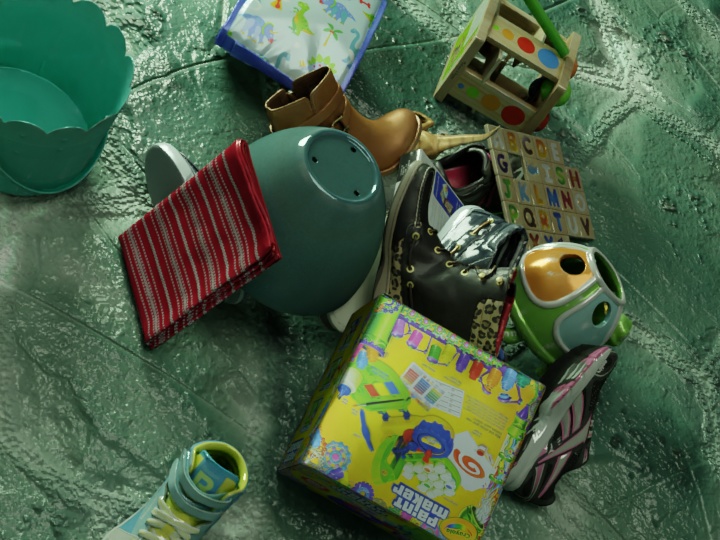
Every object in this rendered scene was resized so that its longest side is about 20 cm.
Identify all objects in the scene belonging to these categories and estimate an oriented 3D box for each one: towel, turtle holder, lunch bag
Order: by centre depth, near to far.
[{"bbox_3d":[-0.170,-0.027,1.437,0.022,0.199,0.146,17,47,-50],"label":"towel"},{"bbox_3d":[0.248,0.050,1.645,0.186,0.131,0.141,52,24,-19],"label":"turtle holder"},{"bbox_3d":[-0.078,-0.291,1.716,0.169,0.128,0.201,30,39,-9],"label":"lunch bag"}]

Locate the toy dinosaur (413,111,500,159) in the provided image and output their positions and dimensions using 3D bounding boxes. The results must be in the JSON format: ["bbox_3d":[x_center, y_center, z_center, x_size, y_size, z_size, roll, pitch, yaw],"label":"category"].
[{"bbox_3d":[0.088,-0.155,1.729,0.107,0.197,0.061,-68,145,-60],"label":"toy dinosaur"}]

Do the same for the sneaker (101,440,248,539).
[{"bbox_3d":[-0.177,0.233,1.292,0.079,0.131,0.201,38,48,-2],"label":"sneaker"}]

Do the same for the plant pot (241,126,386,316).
[{"bbox_3d":[-0.049,-0.073,1.472,0.198,0.135,0.202,18,52,-24],"label":"plant pot"}]

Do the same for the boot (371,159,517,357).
[{"bbox_3d":[0.097,-0.008,1.518,0.149,0.073,0.203,13,88,17],"label":"boot"}]

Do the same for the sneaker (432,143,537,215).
[{"bbox_3d":[0.155,-0.116,1.755,0.198,0.084,0.077,-15,67,-36],"label":"sneaker"}]

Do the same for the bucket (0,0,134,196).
[{"bbox_3d":[-0.351,-0.188,1.481,0.205,0.135,0.209,14,53,-19],"label":"bucket"}]

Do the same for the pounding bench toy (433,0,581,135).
[{"bbox_3d":[0.219,-0.288,1.832,0.155,0.200,0.125,29,48,-8],"label":"pounding bench toy"}]

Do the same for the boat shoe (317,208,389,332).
[{"bbox_3d":[0.001,0.002,1.602,0.073,0.060,0.202,58,44,-24],"label":"boat shoe"}]

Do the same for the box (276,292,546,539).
[{"bbox_3d":[0.051,0.163,1.434,0.199,0.122,0.194,30,72,-8],"label":"box"}]

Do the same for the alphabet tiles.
[{"bbox_3d":[0.235,-0.094,1.781,0.199,0.007,0.169,6,68,-49],"label":"alphabet tiles"}]

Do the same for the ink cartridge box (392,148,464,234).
[{"bbox_3d":[0.104,-0.045,1.674,0.200,0.037,0.096,47,39,-36],"label":"ink cartridge box"}]

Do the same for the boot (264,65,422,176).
[{"bbox_3d":[-0.021,-0.176,1.629,0.199,0.156,0.077,-33,37,-17],"label":"boot"}]

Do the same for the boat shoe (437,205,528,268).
[{"bbox_3d":[0.105,0.015,1.579,0.201,0.090,0.071,-55,133,-14],"label":"boat shoe"}]

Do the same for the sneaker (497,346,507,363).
[{"bbox_3d":[0.135,0.093,1.602,0.074,0.079,0.202,5,57,-28],"label":"sneaker"}]

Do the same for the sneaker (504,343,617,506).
[{"bbox_3d":[0.230,0.176,1.573,0.086,0.080,0.201,38,88,-17],"label":"sneaker"}]

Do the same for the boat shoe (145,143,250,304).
[{"bbox_3d":[-0.157,-0.059,1.544,0.090,0.071,0.201,-23,76,-44],"label":"boat shoe"}]
